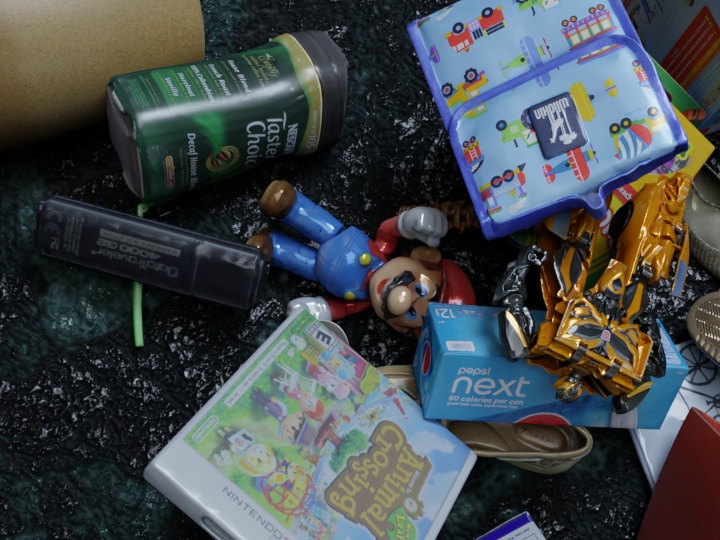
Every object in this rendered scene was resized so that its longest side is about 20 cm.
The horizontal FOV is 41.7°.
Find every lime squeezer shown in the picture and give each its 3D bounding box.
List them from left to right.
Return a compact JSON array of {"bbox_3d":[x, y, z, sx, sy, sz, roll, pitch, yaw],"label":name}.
[{"bbox_3d":[-0.167,-0.035,0.826,0.071,0.038,0.201,38,73,-25],"label":"lime squeezer"}]

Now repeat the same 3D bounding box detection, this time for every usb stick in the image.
[{"bbox_3d":[-0.173,-0.015,0.780,0.199,0.033,0.056,15,103,5],"label":"usb stick"}]

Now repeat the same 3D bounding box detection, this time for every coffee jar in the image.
[{"bbox_3d":[-0.106,-0.132,0.796,0.199,0.105,0.085,-21,57,-21],"label":"coffee jar"}]

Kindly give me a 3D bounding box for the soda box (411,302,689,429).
[{"bbox_3d":[0.146,0.076,0.743,0.199,0.068,0.064,5,34,-11],"label":"soda box"}]

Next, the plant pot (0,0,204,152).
[{"bbox_3d":[-0.241,-0.201,0.804,0.199,0.186,0.187,-11,75,-22],"label":"plant pot"}]

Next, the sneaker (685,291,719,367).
[{"bbox_3d":[0.364,0.093,0.775,0.200,0.109,0.070,29,77,40],"label":"sneaker"}]

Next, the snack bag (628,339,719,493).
[{"bbox_3d":[0.325,0.142,0.801,0.199,0.021,0.190,-17,75,-4],"label":"snack bag"}]

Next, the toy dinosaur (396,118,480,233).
[{"bbox_3d":[0.132,-0.086,0.822,0.199,0.102,0.136,-21,93,-30],"label":"toy dinosaur"}]

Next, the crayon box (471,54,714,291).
[{"bbox_3d":[0.202,-0.088,0.784,0.127,0.051,0.200,36,90,-20],"label":"crayon box"}]

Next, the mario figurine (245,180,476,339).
[{"bbox_3d":[0.000,0.000,0.776,0.199,0.124,0.106,24,54,9],"label":"mario figurine"}]

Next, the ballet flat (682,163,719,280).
[{"bbox_3d":[0.305,-0.063,0.842,0.067,0.046,0.200,-34,79,-10],"label":"ballet flat"}]

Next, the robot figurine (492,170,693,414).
[{"bbox_3d":[0.177,0.002,0.695,0.144,0.058,0.201,25,65,-11],"label":"robot figurine"}]

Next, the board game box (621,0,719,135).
[{"bbox_3d":[0.296,-0.242,0.812,0.056,0.200,0.197,-20,77,-10],"label":"board game box"}]

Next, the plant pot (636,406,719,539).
[{"bbox_3d":[0.296,0.245,0.676,0.199,0.200,0.177,31,98,1],"label":"plant pot"}]

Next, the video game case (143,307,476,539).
[{"bbox_3d":[-0.023,0.135,0.658,0.182,0.022,0.200,40,38,2],"label":"video game case"}]

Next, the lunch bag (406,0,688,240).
[{"bbox_3d":[0.139,-0.117,0.696,0.150,0.094,0.201,-23,58,13],"label":"lunch bag"}]

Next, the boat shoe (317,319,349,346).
[{"bbox_3d":[-0.053,0.137,0.743,0.067,0.057,0.201,19,89,1],"label":"boat shoe"}]

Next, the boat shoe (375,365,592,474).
[{"bbox_3d":[0.089,0.117,0.774,0.199,0.063,0.074,10,74,0],"label":"boat shoe"}]

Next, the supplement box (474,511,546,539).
[{"bbox_3d":[0.132,0.290,0.659,0.103,0.102,0.200,-26,39,-9],"label":"supplement box"}]
